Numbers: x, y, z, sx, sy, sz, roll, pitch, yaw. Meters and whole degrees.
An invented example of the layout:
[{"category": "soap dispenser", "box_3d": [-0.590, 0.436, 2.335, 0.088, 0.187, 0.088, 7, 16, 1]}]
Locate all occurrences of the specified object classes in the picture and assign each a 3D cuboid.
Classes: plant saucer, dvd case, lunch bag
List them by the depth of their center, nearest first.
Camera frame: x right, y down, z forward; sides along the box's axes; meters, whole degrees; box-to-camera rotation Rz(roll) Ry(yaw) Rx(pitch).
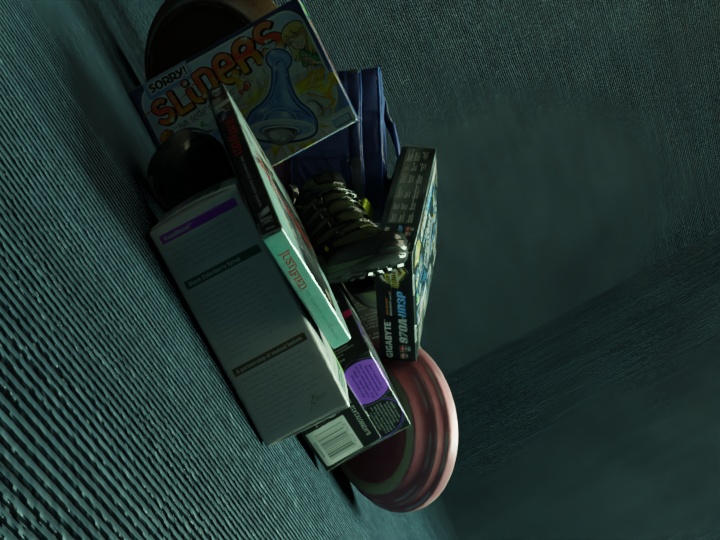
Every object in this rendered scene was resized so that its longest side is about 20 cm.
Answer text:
[{"category": "dvd case", "box_3d": [-0.070, -0.048, 0.710, 0.147, 0.022, 0.201, 61, 1, -46]}, {"category": "plant saucer", "box_3d": [-0.158, -0.214, 0.925, 0.202, 0.198, 0.034, 63, 26, -8]}, {"category": "plant saucer", "box_3d": [0.027, 0.183, 0.996, 0.050, 0.201, 0.202, 1, 51, -40]}, {"category": "lunch bag", "box_3d": [-0.015, -0.149, 1.059, 0.136, 0.130, 0.203, 79, 7, -63]}]

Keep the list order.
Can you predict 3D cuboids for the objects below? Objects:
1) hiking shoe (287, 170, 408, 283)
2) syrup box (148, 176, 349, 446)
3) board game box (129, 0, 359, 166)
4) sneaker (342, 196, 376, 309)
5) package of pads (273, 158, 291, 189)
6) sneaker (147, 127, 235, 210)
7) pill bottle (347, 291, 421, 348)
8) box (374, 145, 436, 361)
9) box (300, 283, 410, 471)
[{"category": "hiking shoe", "box_3d": [-0.028, -0.044, 0.804, 0.199, 0.075, 0.102, 4, -79, 56]}, {"category": "syrup box", "box_3d": [-0.088, 0.030, 0.694, 0.079, 0.081, 0.202, -116, 180, -77]}, {"category": "board game box", "box_3d": [-0.118, -0.169, 0.872, 0.137, 0.198, 0.034, 62, 7, -7]}, {"category": "sneaker", "box_3d": [0.000, 0.000, 0.995, 0.201, 0.073, 0.082, 62, 15, -56]}, {"category": "package of pads", "box_3d": [-0.127, -0.106, 1.089, 0.075, 0.122, 0.200, 22, -1, 3]}, {"category": "sneaker", "box_3d": [-0.110, -0.045, 0.769, 0.115, 0.076, 0.200, 39, -8, 21]}, {"category": "pill bottle", "box_3d": [0.020, 0.099, 1.143, 0.114, 0.113, 0.202, 62, 6, -51]}, {"category": "box", "box_3d": [0.056, -0.022, 0.981, 0.201, 0.045, 0.161, -74, 164, -47]}, {"category": "box", "box_3d": [-0.039, 0.093, 0.924, 0.123, 0.105, 0.201, 62, 1, -35]}]
